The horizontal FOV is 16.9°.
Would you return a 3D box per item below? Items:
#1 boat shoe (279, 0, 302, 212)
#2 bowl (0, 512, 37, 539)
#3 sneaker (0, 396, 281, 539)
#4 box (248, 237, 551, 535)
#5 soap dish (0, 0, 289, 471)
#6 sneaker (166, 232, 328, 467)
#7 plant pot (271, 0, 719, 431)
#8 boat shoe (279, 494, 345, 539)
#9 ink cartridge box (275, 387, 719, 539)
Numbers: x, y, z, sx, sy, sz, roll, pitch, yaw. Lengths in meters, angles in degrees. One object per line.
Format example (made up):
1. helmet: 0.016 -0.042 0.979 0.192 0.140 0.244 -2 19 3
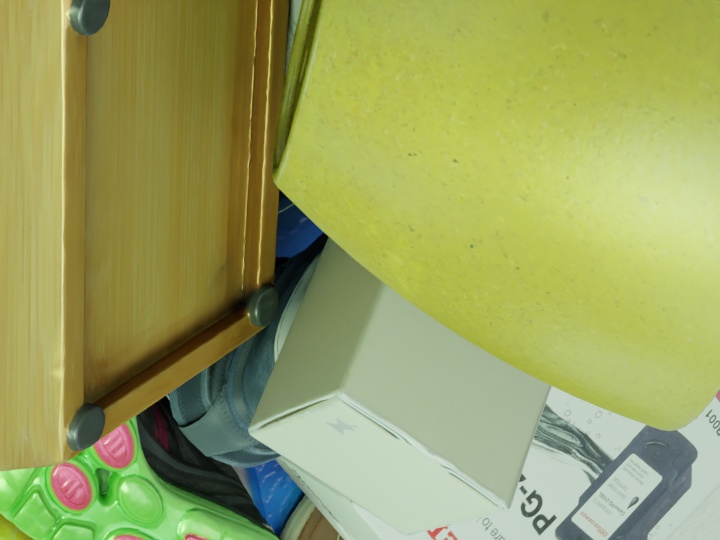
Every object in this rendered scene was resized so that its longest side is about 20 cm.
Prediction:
1. boat shoe: -0.028 -0.093 0.892 0.072 0.073 0.200 -12 149 -35
2. bowl: -0.186 0.181 0.953 0.199 0.108 0.201 -10 118 -20
3. sneaker: -0.105 0.078 0.984 0.077 0.084 0.200 -39 120 0
4. box: 0.038 -0.012 0.878 0.082 0.068 0.201 35 60 -21
5. soap dish: -0.089 -0.043 0.807 0.157 0.081 0.201 -33 134 -51
6. sneaker: -0.001 -0.001 0.984 0.077 0.146 0.202 49 54 -9
7. plant pot: 0.051 -0.063 0.762 0.141 0.200 0.201 13 121 -6
8. boat shoe: -0.002 0.172 1.132 0.075 0.072 0.201 -6 127 -32
9. ink cartridge box: 0.080 0.060 1.051 0.200 0.084 0.145 -44 123 -9
